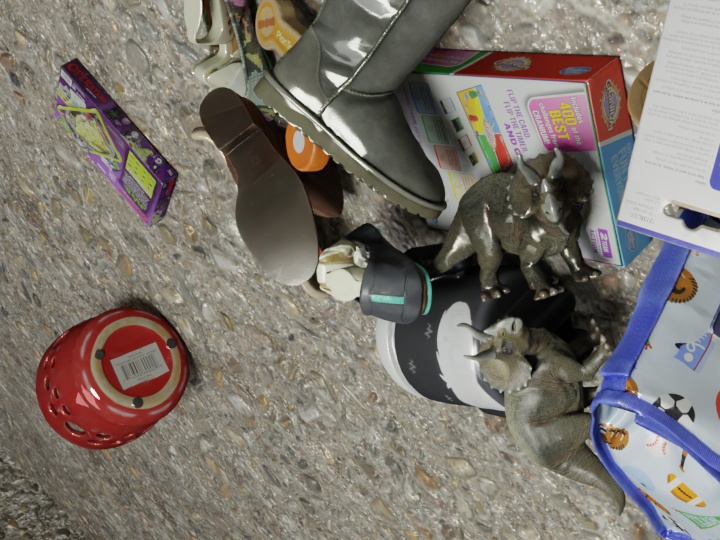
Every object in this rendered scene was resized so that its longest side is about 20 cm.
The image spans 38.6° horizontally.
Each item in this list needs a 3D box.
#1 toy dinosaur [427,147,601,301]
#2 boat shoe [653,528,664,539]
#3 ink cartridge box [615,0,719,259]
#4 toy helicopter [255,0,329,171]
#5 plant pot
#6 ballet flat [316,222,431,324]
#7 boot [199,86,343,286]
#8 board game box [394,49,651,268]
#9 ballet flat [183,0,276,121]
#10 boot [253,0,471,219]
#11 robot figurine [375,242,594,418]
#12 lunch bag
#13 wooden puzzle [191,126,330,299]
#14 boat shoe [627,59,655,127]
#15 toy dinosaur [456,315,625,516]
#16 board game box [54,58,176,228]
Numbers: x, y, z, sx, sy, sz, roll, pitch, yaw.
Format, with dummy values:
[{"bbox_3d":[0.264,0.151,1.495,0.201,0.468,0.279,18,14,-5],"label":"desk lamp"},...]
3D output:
[{"bbox_3d":[0.114,-0.033,0.750,0.200,0.077,0.103,-4,103,67],"label":"toy dinosaur"},{"bbox_3d":[0.255,0.190,0.818,0.072,0.072,0.200,-1,124,57],"label":"boat shoe"},{"bbox_3d":[0.211,-0.109,0.568,0.095,0.037,0.201,23,108,38],"label":"ink cartridge box"},{"bbox_3d":[-0.036,-0.178,0.838,0.200,0.079,0.133,51,136,41],"label":"toy helicopter"},{"bbox_3d":[-0.370,0.156,1.554,0.201,0.200,0.182,53,142,-3],"label":"plant pot"},{"bbox_3d":[0.000,0.000,0.864,0.073,0.073,0.200,61,173,-17],"label":"ballet flat"},{"bbox_3d":[-0.051,-0.062,0.909,0.187,0.064,0.200,67,-167,15],"label":"boot"},{"bbox_3d":[0.117,-0.091,0.792,0.200,0.040,0.153,15,134,45],"label":"board game box"},{"bbox_3d":[-0.128,-0.217,0.954,0.069,0.071,0.200,25,141,36],"label":"ballet flat"},{"bbox_3d":[0.043,-0.158,0.722,0.182,0.200,0.073,36,-167,-15],"label":"boot"},{"bbox_3d":[0.103,0.055,0.889,0.200,0.125,0.151,-1,84,53],"label":"robot figurine"},{"bbox_3d":[0.228,0.067,0.636,0.124,0.170,0.200,5,145,48],"label":"lunch bag"},{"bbox_3d":[-0.093,-0.070,1.035,0.200,0.046,0.185,54,179,-12],"label":"wooden puzzle"},{"bbox_3d":[0.258,-0.073,0.611,0.200,0.071,0.064,32,180,33],"label":"boat shoe"},{"bbox_3d":[0.147,0.098,0.775,0.077,0.102,0.200,-96,-15,-65],"label":"toy dinosaur"},{"bbox_3d":[-0.314,-0.159,1.305,0.200,0.032,0.120,49,145,6],"label":"board game box"}]
